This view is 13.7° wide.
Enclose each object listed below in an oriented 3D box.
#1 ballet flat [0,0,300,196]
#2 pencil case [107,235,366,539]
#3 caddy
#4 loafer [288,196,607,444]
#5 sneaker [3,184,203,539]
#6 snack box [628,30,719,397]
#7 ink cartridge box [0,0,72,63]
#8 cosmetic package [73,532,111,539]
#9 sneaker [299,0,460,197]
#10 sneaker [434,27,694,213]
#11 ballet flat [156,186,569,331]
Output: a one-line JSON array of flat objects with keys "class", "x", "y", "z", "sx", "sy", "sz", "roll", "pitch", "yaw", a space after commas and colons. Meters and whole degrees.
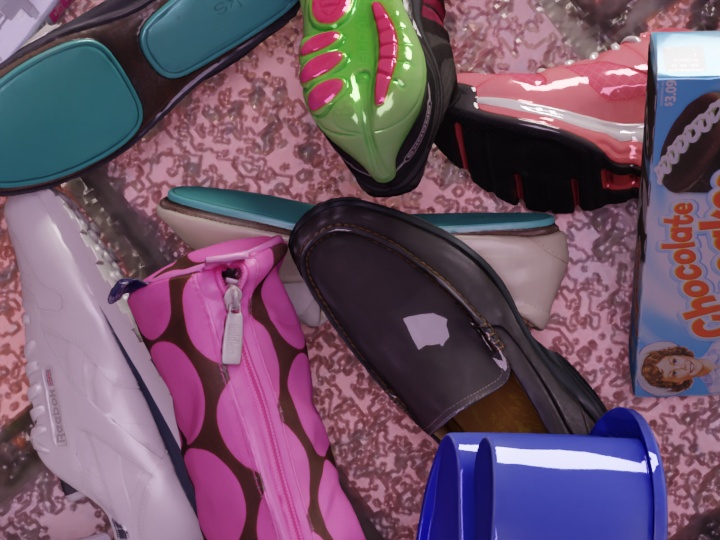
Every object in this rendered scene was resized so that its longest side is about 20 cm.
[{"class": "ballet flat", "x": -0.115, "y": -0.100, "z": 1.430, "sx": 0.200, "sy": 0.073, "sz": 0.073, "roll": -33, "pitch": 88, "yaw": -12}, {"class": "pencil case", "x": -0.043, "y": 0.086, "z": 1.359, "sx": 0.090, "sy": 0.094, "sz": 0.201, "roll": -19, "pitch": 90, "yaw": -24}, {"class": "caddy", "x": 0.085, "y": 0.157, "z": 1.313, "sx": 0.105, "sy": 0.141, "sz": 0.201, "roll": 8, "pitch": 87, "yaw": -14}, {"class": "loafer", "x": 0.046, "y": 0.044, "z": 1.389, "sx": 0.200, "sy": 0.072, "sz": 0.073, "roll": 40, "pitch": 115, "yaw": -20}, {"class": "sneaker", "x": -0.129, "y": 0.052, "z": 1.428, "sx": 0.080, "sy": 0.076, "sz": 0.201, "roll": -27, "pitch": 86, "yaw": 8}, {"class": "snack box", "x": 0.186, "y": -0.024, "z": 1.385, "sx": 0.116, "sy": 0.200, "sz": 0.037, "roll": -2, "pitch": 43, "yaw": 0}, {"class": "ink cartridge box", "x": -0.230, "y": -0.113, "z": 1.449, "sx": 0.119, "sy": 0.042, "sz": 0.200, "roll": 37, "pitch": 89, "yaw": 2}, {"class": "cosmetic package", "x": -0.149, "y": 0.233, "z": 1.399, "sx": 0.101, "sy": 0.071, "sz": 0.201, "roll": -15, "pitch": 87, "yaw": 30}, {"class": "sneaker", "x": 0.008, "y": -0.113, "z": 1.404, "sx": 0.076, "sy": 0.084, "sz": 0.200, "roll": -4, "pitch": 44, "yaw": 14}, {"class": "sneaker", "x": 0.129, "y": -0.077, "z": 1.445, "sx": 0.199, "sy": 0.074, "sz": 0.087, "roll": 7, "pitch": 59, "yaw": 6}, {"class": "ballet flat", "x": 0.000, "y": 0.000, "z": 1.435, "sx": 0.199, "sy": 0.069, "sz": 0.070, "roll": 4, "pitch": 87, "yaw": 0}]
